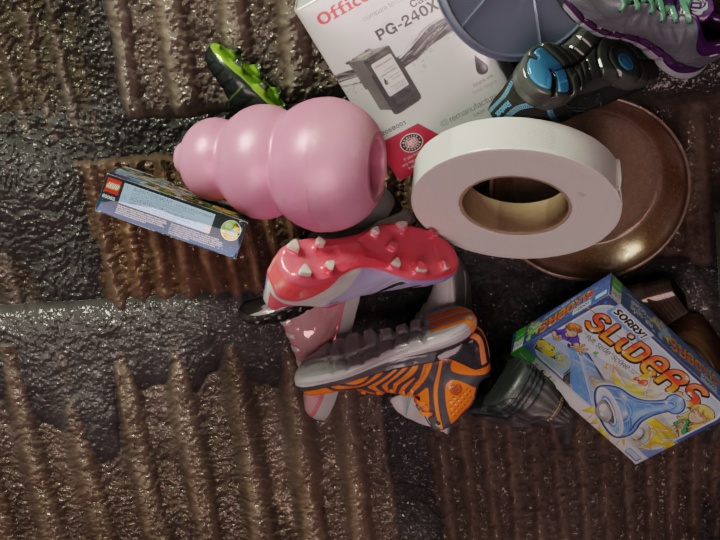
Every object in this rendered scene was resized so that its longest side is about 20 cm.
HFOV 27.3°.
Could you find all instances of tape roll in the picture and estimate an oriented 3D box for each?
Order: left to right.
[{"bbox_3d":[0.148,-0.074,1.397,0.201,0.037,0.203,5,151,3],"label":"tape roll"}]

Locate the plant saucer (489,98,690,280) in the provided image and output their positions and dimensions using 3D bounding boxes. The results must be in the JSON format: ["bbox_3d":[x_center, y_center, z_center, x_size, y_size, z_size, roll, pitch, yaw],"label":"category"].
[{"bbox_3d":[0.228,-0.086,1.484,0.199,0.037,0.202,2,119,3],"label":"plant saucer"}]

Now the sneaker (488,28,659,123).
[{"bbox_3d":[0.198,-0.180,1.379,0.082,0.199,0.074,-42,70,47],"label":"sneaker"}]

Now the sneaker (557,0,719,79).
[{"bbox_3d":[0.266,-0.244,1.343,0.199,0.075,0.087,20,155,-33],"label":"sneaker"}]

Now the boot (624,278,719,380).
[{"bbox_3d":[0.299,0.094,1.563,0.146,0.070,0.200,-28,111,24],"label":"boot"}]

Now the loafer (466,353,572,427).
[{"bbox_3d":[0.155,0.133,1.520,0.072,0.200,0.073,35,86,-8],"label":"loafer"}]

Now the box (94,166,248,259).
[{"bbox_3d":[-0.178,-0.059,1.435,0.136,0.200,0.038,18,94,-7],"label":"box"}]

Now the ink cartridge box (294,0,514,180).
[{"bbox_3d":[0.048,-0.211,1.403,0.145,0.084,0.201,-26,114,17],"label":"ink cartridge box"}]

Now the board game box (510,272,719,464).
[{"bbox_3d":[0.270,0.104,1.515,0.200,0.035,0.135,40,128,-19],"label":"board game box"}]

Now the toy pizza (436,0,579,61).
[{"bbox_3d":[0.143,-0.291,1.341,0.199,0.032,0.202,-10,110,-28],"label":"toy pizza"}]

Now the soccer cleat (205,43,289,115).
[{"bbox_3d":[-0.095,-0.135,1.461,0.081,0.068,0.200,-37,113,13],"label":"soccer cleat"}]

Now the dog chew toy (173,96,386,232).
[{"bbox_3d":[-0.079,-0.101,1.383,0.198,0.125,0.125,4,119,17],"label":"dog chew toy"}]

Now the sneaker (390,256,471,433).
[{"bbox_3d":[0.071,0.077,1.563,0.080,0.070,0.202,13,114,16],"label":"sneaker"}]

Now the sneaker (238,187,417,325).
[{"bbox_3d":[-0.042,-0.015,1.472,0.200,0.074,0.080,-37,86,-9],"label":"sneaker"}]

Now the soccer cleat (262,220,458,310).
[{"bbox_3d":[0.000,0.000,1.413,0.199,0.067,0.077,-6,150,-32],"label":"soccer cleat"}]

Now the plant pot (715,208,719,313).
[{"bbox_3d":[0.447,0.003,1.411,0.177,0.201,0.200,-19,141,33],"label":"plant pot"}]

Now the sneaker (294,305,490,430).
[{"bbox_3d":[0.038,0.117,1.500,0.198,0.078,0.113,-15,116,13],"label":"sneaker"}]

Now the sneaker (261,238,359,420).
[{"bbox_3d":[-0.059,0.057,1.556,0.104,0.075,0.202,10,111,-7],"label":"sneaker"}]
